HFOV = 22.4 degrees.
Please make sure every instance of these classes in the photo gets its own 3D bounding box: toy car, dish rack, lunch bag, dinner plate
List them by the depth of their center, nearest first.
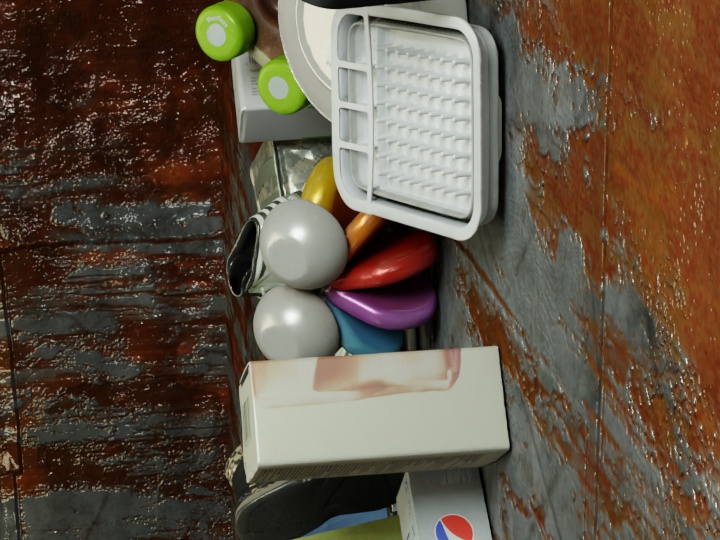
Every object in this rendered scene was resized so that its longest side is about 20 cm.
[{"bbox_3d":[0.048,-0.121,1.427,0.200,0.043,0.172,20,115,54],"label":"dish rack"},{"bbox_3d":[0.002,-0.208,1.512,0.200,0.024,0.201,12,110,38],"label":"dinner plate"},{"bbox_3d":[0.000,0.000,1.644,0.175,0.150,0.200,-47,-31,-52],"label":"toy car"},{"bbox_3d":[-0.034,-0.275,1.741,0.164,0.158,0.200,-36,-17,-54],"label":"toy car"},{"bbox_3d":[-0.051,-0.050,2.010,0.164,0.117,0.201,135,125,-77],"label":"lunch bag"}]

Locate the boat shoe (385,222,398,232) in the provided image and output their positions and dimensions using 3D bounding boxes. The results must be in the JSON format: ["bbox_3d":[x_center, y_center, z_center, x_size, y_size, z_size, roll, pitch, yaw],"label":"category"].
[{"bbox_3d":[0.009,-0.005,1.821,0.200,0.071,0.065,93,161,-64],"label":"boat shoe"}]

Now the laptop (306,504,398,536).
[{"bbox_3d":[-0.018,0.169,1.882,0.200,0.116,0.188,105,159,-63],"label":"laptop"}]

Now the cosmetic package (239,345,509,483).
[{"bbox_3d":[0.008,0.115,1.445,0.103,0.199,0.088,123,143,-72],"label":"cosmetic package"}]

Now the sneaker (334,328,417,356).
[{"bbox_3d":[0.013,0.113,1.760,0.093,0.070,0.200,-153,71,-68],"label":"sneaker"}]

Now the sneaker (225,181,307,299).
[{"bbox_3d":[-0.076,0.016,1.783,0.076,0.115,0.201,39,146,48],"label":"sneaker"}]

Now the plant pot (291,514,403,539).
[{"bbox_3d":[-0.001,0.304,1.619,0.200,0.184,0.201,176,90,-81],"label":"plant pot"}]

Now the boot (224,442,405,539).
[{"bbox_3d":[-0.035,0.184,1.716,0.073,0.200,0.151,66,173,-18],"label":"boot"}]

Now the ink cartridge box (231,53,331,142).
[{"bbox_3d":[-0.064,-0.244,1.908,0.084,0.144,0.201,106,159,-69],"label":"ink cartridge box"}]

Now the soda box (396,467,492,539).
[{"bbox_3d":[0.078,0.260,1.492,0.068,0.063,0.200,103,160,-57],"label":"soda box"}]

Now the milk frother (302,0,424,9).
[{"bbox_3d":[0.011,-0.306,1.297,0.181,0.188,0.200,-104,14,-45],"label":"milk frother"}]
